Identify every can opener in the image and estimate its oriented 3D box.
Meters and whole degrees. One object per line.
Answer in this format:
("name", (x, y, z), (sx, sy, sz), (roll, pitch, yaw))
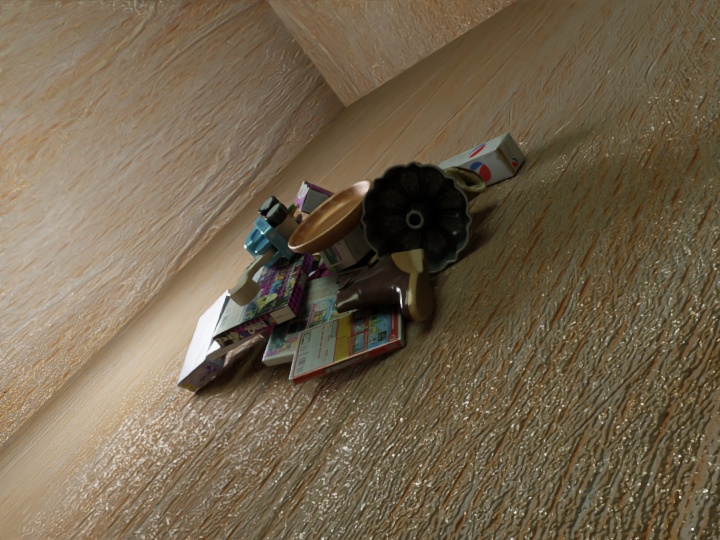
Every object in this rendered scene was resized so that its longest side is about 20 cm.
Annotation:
("can opener", (0.000, 0.000, 1.427), (0.200, 0.064, 0.078), (-47, 18, -20))

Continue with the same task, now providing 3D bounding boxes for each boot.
("boot", (0.036, 0.046, 1.167), (0.165, 0.073, 0.201), (-23, 25, 17))
("boot", (0.111, -0.139, 1.339), (0.200, 0.173, 0.067), (-38, 53, 56))

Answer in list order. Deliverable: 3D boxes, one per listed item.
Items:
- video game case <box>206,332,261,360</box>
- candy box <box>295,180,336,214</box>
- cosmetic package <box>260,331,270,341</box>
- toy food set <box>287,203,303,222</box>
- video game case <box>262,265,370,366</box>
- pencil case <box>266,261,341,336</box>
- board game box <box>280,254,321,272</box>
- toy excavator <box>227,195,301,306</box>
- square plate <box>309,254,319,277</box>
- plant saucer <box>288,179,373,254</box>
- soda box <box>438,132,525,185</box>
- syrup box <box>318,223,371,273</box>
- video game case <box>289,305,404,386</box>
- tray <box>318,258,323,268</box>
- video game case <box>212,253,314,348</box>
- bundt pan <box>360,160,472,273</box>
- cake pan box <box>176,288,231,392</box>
("video game case", (-0.225, 0.088, 1.480), (0.199, 0.022, 0.183), (-30, 24, 36))
("candy box", (-0.046, -0.139, 1.642), (0.062, 0.198, 0.136), (-66, 15, 9))
("cosmetic package", (-0.222, 0.087, 1.643), (0.108, 0.085, 0.200), (-44, 17, -10))
("toy food set", (-0.197, -0.054, 1.638), (0.201, 0.048, 0.199), (-56, 2, 47))
("video game case", (-0.080, 0.085, 1.320), (0.198, 0.024, 0.183), (-15, 42, 30))
("pencil case", (-0.113, 0.067, 1.460), (0.200, 0.091, 0.094), (-46, 14, -11))
("board game box", (-0.157, -0.002, 1.579), (0.104, 0.024, 0.199), (-27, -10, 27))
("toy excavator", (-0.193, -0.031, 1.410), (0.200, 0.100, 0.194), (-48, 24, -1))
("square plate", (-0.089, -0.010, 1.702), (0.199, 0.029, 0.198), (-39, 17, 3))
("plant saucer", (-0.049, -0.096, 1.331), (0.199, 0.038, 0.201), (-33, 20, 13))
("soda box", (0.236, -0.209, 1.444), (0.199, 0.068, 0.064), (-18, 27, 52))
("syrup box", (-0.006, -0.081, 1.445), (0.081, 0.079, 0.200), (-21, 15, 40))
("video game case", (-0.020, 0.114, 1.174), (0.198, 0.018, 0.143), (-22, 24, 13))
("tray", (-0.037, -0.051, 1.603), (0.106, 0.022, 0.200), (-8, 18, 5))
("video game case", (-0.188, 0.051, 1.391), (0.180, 0.036, 0.201), (-24, 27, 22))
("bundt pan", (0.105, -0.097, 1.249), (0.201, 0.203, 0.076), (-32, 5, 23))
("cake pan box", (-0.347, 0.160, 1.629), (0.184, 0.052, 0.202), (-37, 33, 45))
